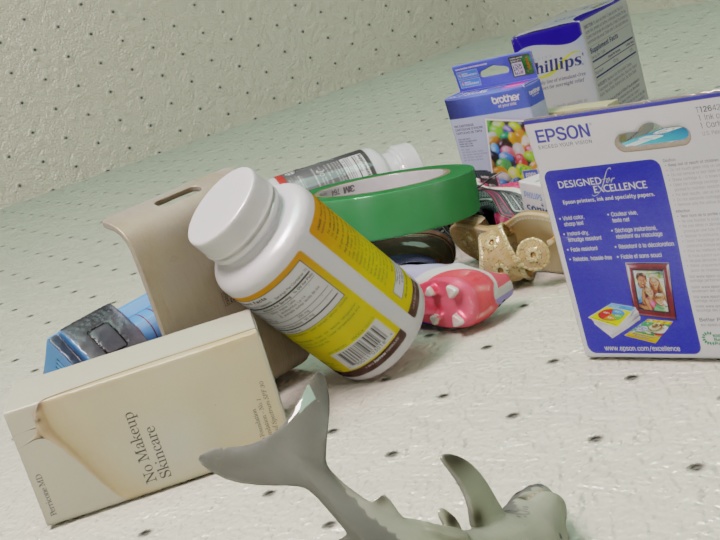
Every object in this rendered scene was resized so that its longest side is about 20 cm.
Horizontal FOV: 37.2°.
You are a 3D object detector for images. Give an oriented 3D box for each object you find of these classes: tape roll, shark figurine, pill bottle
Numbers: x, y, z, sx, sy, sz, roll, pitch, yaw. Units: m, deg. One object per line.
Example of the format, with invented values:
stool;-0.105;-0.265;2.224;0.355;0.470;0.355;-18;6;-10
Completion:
tape roll;0.027;-0.073;1.154;0.200;0.048;0.200;-9;11;2
shark figurine;0.028;0.147;0.538;0.090;0.214;0.128;-50;35;26
pill bottle;-0.017;-0.095;1.416;0.200;0.116;0.116;-19;15;-13
pill bottle;-0.046;0.001;0.906;0.109;0.200;0.109;-34;34;27

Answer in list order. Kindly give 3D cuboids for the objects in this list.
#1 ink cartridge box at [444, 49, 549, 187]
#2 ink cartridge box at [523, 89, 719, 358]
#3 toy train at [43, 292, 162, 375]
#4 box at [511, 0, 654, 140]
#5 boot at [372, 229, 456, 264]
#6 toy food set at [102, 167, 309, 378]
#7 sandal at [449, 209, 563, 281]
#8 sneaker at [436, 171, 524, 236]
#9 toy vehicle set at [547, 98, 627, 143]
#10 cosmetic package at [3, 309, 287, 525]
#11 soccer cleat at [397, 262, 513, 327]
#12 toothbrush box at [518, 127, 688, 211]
ink cartridge box;0.169;-0.148;1.247;0.119;0.200;0.042;-2;20;45
ink cartridge box;0.232;-0.031;0.764;0.198;0.200;0.047;-2;21;42
toy train;-0.197;0.073;0.980;0.200;0.087;0.114;-31;-23;-38
box;0.315;-0.260;1.498;0.105;0.200;0.184;-6;18;35
boot;0.000;0.000;1.138;0.200;0.075;0.097;-11;13;10
toy food set;-0.134;0.025;0.942;0.060;0.200;0.143;-4;18;47
sandal;0.142;-0.011;1.073;0.070;0.078;0.212;-44;21;-17
sneaker;0.125;-0.070;1.248;0.075;0.081;0.200;-29;20;-34
toy vehicle set;0.224;-0.128;1.267;0.200;0.124;0.027;-1;21;43
cosmetic package;-0.165;0.113;0.847;0.200;0.104;0.073;-19;16;-7
soccer cleat;0.056;0.019;1.041;0.076;0.067;0.200;-18;15;-39
toothbrush box;0.287;-0.078;1.098;0.200;0.085;0.146;-20;16;-16
